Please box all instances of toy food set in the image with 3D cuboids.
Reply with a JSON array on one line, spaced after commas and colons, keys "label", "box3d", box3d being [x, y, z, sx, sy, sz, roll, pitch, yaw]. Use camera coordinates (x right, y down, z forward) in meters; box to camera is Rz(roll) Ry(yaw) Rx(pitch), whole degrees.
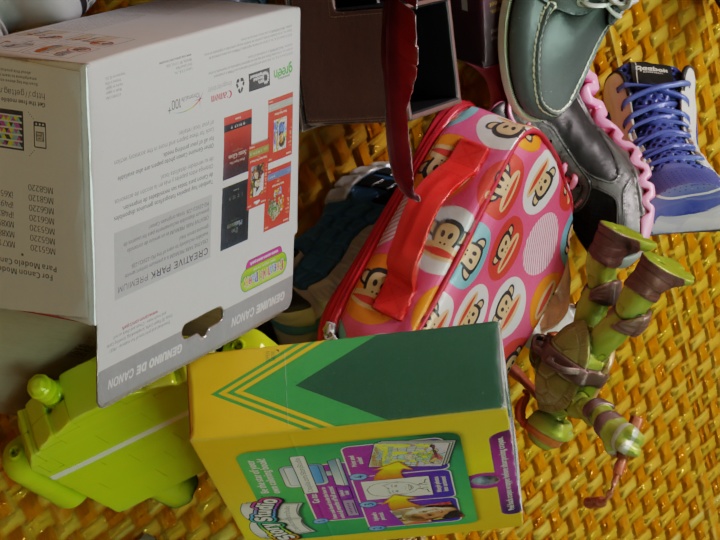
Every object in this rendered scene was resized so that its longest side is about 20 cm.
[{"label": "toy food set", "box3d": [-0.169, 0.023, 1.167, 0.200, 0.060, 0.144, 15, 136, -44]}]

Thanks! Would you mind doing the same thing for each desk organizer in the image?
[{"label": "desk organizer", "box3d": [0.001, -0.188, 1.199, 0.072, 0.077, 0.200, -24, 110, -56]}]

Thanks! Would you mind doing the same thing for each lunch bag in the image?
[{"label": "lunch bag", "box3d": [0.054, 0.001, 1.248, 0.200, 0.082, 0.176, -60, 154, -13]}]

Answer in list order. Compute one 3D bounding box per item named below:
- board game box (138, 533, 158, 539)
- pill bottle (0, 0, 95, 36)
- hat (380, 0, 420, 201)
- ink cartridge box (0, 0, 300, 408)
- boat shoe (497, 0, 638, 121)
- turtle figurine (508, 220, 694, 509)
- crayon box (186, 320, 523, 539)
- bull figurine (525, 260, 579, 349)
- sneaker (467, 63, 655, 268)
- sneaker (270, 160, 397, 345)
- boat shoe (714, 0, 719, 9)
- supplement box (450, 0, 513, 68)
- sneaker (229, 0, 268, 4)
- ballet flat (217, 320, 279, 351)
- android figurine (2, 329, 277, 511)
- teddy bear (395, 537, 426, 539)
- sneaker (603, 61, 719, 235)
[{"label": "board game box", "box3d": [-0.111, 0.289, 1.332, 0.103, 0.105, 0.200, -42, 132, -21]}, {"label": "pill bottle", "box3d": [-0.160, -0.204, 1.065, 0.200, 0.112, 0.112, -49, 133, -15]}, {"label": "hat", "box3d": [-0.016, -0.186, 1.142, 0.166, 0.200, 0.176, 14, 132, -16]}, {"label": "ink cartridge box", "box3d": [-0.116, -0.043, 1.054, 0.200, 0.084, 0.176, -26, 121, -58]}, {"label": "boat shoe", "box3d": [0.139, -0.183, 1.224, 0.073, 0.062, 0.200, 4, 105, -44]}, {"label": "turtle figurine", "box3d": [0.141, 0.050, 1.293, 0.064, 0.200, 0.161, 21, 104, -18]}, {"label": "crayon box", "box3d": [0.003, 0.100, 1.164, 0.200, 0.172, 0.058, 75, 11, -64]}, {"label": "bull figurine", "box3d": [0.118, 0.000, 1.429, 0.121, 0.065, 0.200, -59, 138, -55]}, {"label": "sneaker", "box3d": [0.126, -0.089, 1.354, 0.095, 0.200, 0.079, -10, 159, -33]}, {"label": "sneaker", "box3d": [0.000, 0.000, 1.317, 0.200, 0.075, 0.087, -43, 140, -41]}, {"label": "boat shoe", "box3d": [0.259, -0.268, 1.449, 0.070, 0.070, 0.200, -34, 120, -36]}, {"label": "supplement box", "box3d": [0.067, -0.241, 1.256, 0.086, 0.110, 0.200, -24, 123, -33]}, {"label": "sneaker", "box3d": [-0.078, -0.128, 1.193, 0.075, 0.085, 0.200, 17, 96, -45]}, {"label": "ballet flat", "box3d": [-0.079, 0.026, 1.284, 0.072, 0.068, 0.200, -50, 132, -38]}, {"label": "android figurine", "box3d": [-0.126, 0.090, 1.201, 0.182, 0.041, 0.200, -27, 152, 12]}, {"label": "teddy bear", "box3d": [0.018, 0.132, 1.407, 0.145, 0.067, 0.200, -6, 113, -43]}, {"label": "sneaker", "box3d": [0.206, -0.089, 1.429, 0.081, 0.199, 0.115, -4, 101, -2]}]
